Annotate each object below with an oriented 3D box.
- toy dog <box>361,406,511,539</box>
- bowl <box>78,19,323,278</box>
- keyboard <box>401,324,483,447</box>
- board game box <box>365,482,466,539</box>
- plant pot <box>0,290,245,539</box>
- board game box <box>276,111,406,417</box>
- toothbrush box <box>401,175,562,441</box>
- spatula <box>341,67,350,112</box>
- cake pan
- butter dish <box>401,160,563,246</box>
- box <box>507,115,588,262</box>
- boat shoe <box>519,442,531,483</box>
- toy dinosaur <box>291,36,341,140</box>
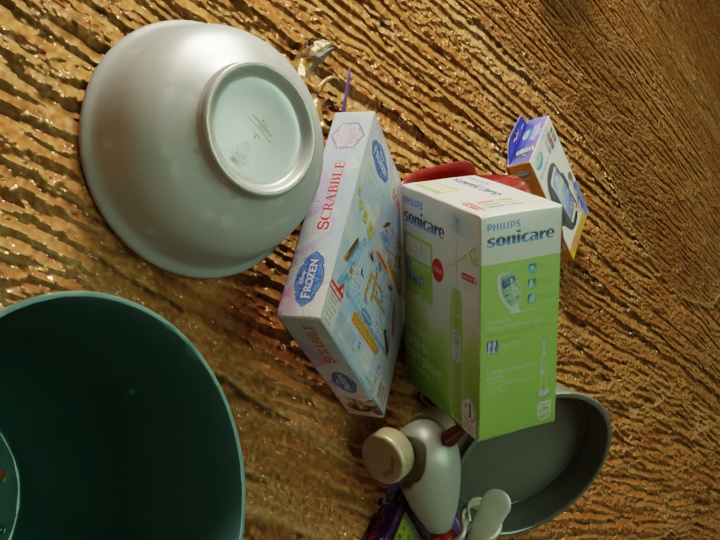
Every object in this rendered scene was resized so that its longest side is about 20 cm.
[{"bbox_3d":[0.090,0.214,0.803,0.201,0.096,0.132,52,45,-12],"label":"toy dog"},{"bbox_3d":[-0.096,-0.097,0.637,0.199,0.090,0.204,5,82,-40],"label":"bowl"},{"bbox_3d":[0.085,0.123,0.939,0.200,0.039,0.105,49,23,-35],"label":"keyboard"},{"bbox_3d":[0.075,0.299,0.875,0.201,0.032,0.120,61,42,-25],"label":"board game box"},{"bbox_3d":[-0.184,0.122,0.437,0.200,0.159,0.203,19,66,-51],"label":"plant pot"},{"bbox_3d":[0.000,0.000,0.773,0.201,0.041,0.202,63,36,-54],"label":"board game box"},{"bbox_3d":[0.106,0.028,0.783,0.085,0.145,0.203,-8,109,-22],"label":"toothbrush box"},{"bbox_3d":[-0.008,-0.096,0.844,0.057,0.020,0.203,-99,-178,-87],"label":"spatula"},{"bbox_3d":[0.180,0.204,0.937,0.200,0.200,0.037,47,4,-37],"label":"cake pan"},{"bbox_3d":[0.154,-0.030,0.958,0.199,0.146,0.203,-22,99,-57],"label":"butter dish"},{"bbox_3d":[0.270,-0.125,1.241,0.201,0.041,0.120,60,40,-30],"label":"box"},{"bbox_3d":[0.195,0.152,1.002,0.071,0.072,0.203,-9,103,-28],"label":"boat shoe"},{"bbox_3d":[-0.066,-0.134,0.772,0.106,0.060,0.201,37,45,-10],"label":"toy dinosaur"}]
